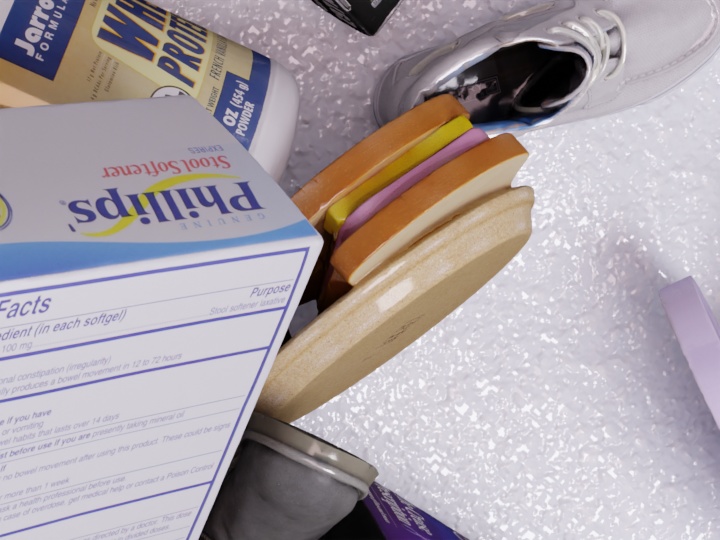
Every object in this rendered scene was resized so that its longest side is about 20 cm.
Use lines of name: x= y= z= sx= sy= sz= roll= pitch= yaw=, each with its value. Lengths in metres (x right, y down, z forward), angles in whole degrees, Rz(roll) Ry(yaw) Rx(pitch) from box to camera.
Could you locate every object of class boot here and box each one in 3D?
boot: x=0.108 y=-0.102 z=0.924 sx=0.199 sy=0.096 sz=0.074 roll=-21 pitch=102 yaw=-6
boot: x=-0.067 y=0.175 z=0.847 sx=0.072 sy=0.182 sz=0.201 roll=27 pitch=72 yaw=-2

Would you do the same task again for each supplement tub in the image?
supplement tub: x=-0.143 y=-0.067 z=0.860 sx=0.199 sy=0.144 sz=0.145 roll=23 pitch=94 yaw=-13

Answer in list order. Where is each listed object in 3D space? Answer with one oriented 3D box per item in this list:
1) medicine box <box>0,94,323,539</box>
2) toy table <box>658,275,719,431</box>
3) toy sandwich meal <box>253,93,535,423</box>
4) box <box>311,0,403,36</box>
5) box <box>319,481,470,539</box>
medicine box: x=-0.140 y=0.043 z=0.732 sx=0.182 sy=0.103 sz=0.201 roll=-10 pitch=134 yaw=-42
toy table: x=0.250 y=0.076 z=0.946 sx=0.117 sy=0.184 sz=0.201 roll=-25 pitch=115 yaw=11
toy sandwich meal: x=0.000 y=0.000 z=0.881 sx=0.205 sy=0.205 sz=0.070 roll=-36 pitch=82 yaw=-3
box: x=0.018 y=-0.231 z=0.864 sx=0.200 sy=0.049 sz=0.160 roll=-53 pitch=145 yaw=0
box: x=0.039 y=0.181 z=0.902 sx=0.141 sy=0.200 sz=0.079 roll=36 pitch=92 yaw=-14
